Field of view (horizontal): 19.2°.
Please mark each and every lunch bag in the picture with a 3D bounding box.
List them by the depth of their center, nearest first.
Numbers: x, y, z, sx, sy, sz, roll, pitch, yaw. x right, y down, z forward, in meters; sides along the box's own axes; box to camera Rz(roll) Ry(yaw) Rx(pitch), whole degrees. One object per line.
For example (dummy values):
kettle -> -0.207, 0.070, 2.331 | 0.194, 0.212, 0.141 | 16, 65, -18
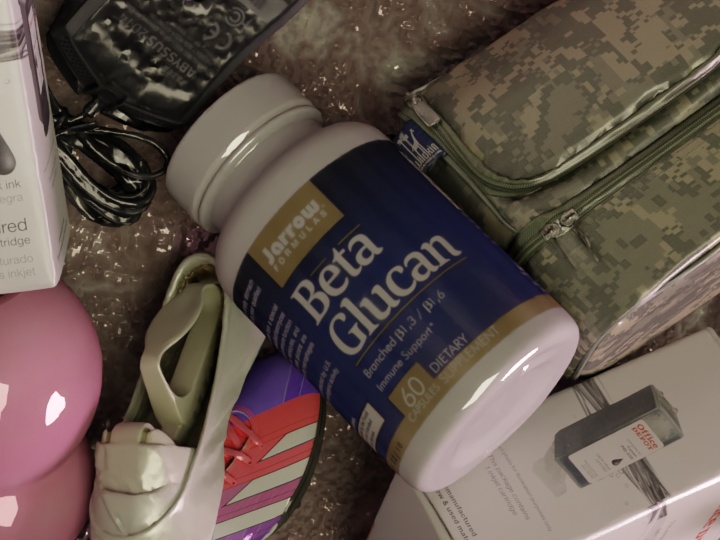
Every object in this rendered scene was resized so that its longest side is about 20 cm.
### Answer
lunch bag -> 0.133, -0.064, 1.084 | 0.199, 0.139, 0.168 | -35, 76, -6

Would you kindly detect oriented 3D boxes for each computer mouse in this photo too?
computer mouse -> -0.098, -0.131, 1.027 | 0.200, 0.053, 0.138 | -42, 116, 10

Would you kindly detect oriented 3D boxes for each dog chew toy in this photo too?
dog chew toy -> -0.183, 0.093, 1.037 | 0.124, 0.125, 0.201 | -12, 120, -16

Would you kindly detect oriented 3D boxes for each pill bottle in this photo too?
pill bottle -> 0.000, 0.000, 1.023 | 0.111, 0.200, 0.111 | -40, 162, -16

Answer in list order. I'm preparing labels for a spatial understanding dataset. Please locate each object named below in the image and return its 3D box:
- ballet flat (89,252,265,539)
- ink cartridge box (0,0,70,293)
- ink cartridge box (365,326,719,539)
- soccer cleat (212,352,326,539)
ballet flat -> -0.097, 0.076, 1.035 | 0.069, 0.069, 0.201 | 37, 51, -27
ink cartridge box -> -0.217, -0.091, 0.950 | 0.144, 0.083, 0.201 | -7, 111, -1
ink cartridge box -> 0.108, 0.127, 1.118 | 0.199, 0.085, 0.146 | -19, 154, -23
soccer cleat -> -0.085, 0.121, 1.079 | 0.201, 0.068, 0.073 | -58, 140, -14
